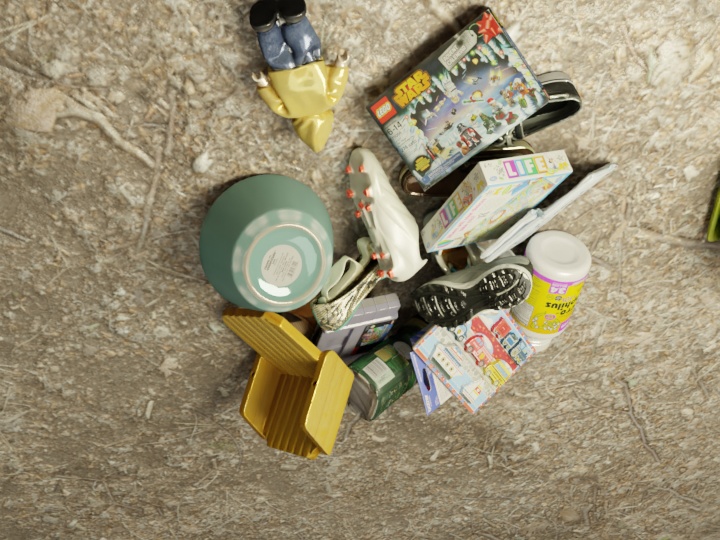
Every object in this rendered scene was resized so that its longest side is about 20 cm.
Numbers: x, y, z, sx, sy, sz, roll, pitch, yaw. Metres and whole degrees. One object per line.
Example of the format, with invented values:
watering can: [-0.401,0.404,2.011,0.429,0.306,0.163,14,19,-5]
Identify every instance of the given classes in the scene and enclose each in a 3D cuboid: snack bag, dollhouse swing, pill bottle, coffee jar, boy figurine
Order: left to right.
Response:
dollhouse swing: [-0.144,0.176,1.292,0.175,0.184,0.199,29,162,-36]
boy figurine: [-0.069,-0.238,1.018,0.122,0.065,0.201,-17,136,5]
coffee jar: [0.062,0.154,1.356,0.199,0.085,0.105,-32,152,-36]
pill bottle: [0.301,0.040,1.338,0.102,0.105,0.202,-2,135,-9]
snack bag: [0.273,-0.089,1.186,0.200,0.022,0.188,-41,172,27]

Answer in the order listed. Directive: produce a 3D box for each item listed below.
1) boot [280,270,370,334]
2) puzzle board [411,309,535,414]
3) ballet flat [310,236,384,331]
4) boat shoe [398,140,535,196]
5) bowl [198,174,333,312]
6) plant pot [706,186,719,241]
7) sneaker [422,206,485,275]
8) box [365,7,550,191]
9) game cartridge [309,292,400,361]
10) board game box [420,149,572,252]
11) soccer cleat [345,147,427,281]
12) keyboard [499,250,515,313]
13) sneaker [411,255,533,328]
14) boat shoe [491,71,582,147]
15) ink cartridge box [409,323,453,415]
boot: [-0.070,0.029,1.271,0.153,0.077,0.201,-17,137,8]
puzzle board: [0.186,0.126,1.297,0.151,0.017,0.200,-45,126,-3]
ballet flat: [0.000,0.000,1.212,0.200,0.067,0.076,-47,126,-18]
boat shoe: [0.155,-0.135,1.156,0.199,0.075,0.075,-13,136,1]
bowl: [-0.116,-0.024,1.135,0.198,0.105,0.204,-7,110,-20]
plant pot: [0.647,-0.079,1.235,0.197,0.183,0.201,-9,135,-1]
sneaker: [0.161,-0.008,1.277,0.076,0.081,0.200,-30,132,19]
box: [0.123,-0.216,1.050,0.199,0.040,0.138,-35,98,22]
game cartridge: [-0.016,0.103,1.332,0.128,0.039,0.201,-7,154,-18]
board game box: [0.179,-0.091,1.115,0.133,0.035,0.200,-12,161,-24]
soccer cleat: [0.037,-0.083,1.167,0.077,0.069,0.203,-27,108,-27]
keyboard: [0.233,0.046,1.366,0.011,0.057,0.202,-12,137,-19]
sneaker: [0.166,0.028,1.205,0.198,0.079,0.075,-16,108,31]
boat shoe: [0.199,-0.201,1.104,0.196,0.069,0.074,-15,136,3]
ink cartridge box: [0.148,0.131,1.336,0.199,0.042,0.121,-34,118,-37]
